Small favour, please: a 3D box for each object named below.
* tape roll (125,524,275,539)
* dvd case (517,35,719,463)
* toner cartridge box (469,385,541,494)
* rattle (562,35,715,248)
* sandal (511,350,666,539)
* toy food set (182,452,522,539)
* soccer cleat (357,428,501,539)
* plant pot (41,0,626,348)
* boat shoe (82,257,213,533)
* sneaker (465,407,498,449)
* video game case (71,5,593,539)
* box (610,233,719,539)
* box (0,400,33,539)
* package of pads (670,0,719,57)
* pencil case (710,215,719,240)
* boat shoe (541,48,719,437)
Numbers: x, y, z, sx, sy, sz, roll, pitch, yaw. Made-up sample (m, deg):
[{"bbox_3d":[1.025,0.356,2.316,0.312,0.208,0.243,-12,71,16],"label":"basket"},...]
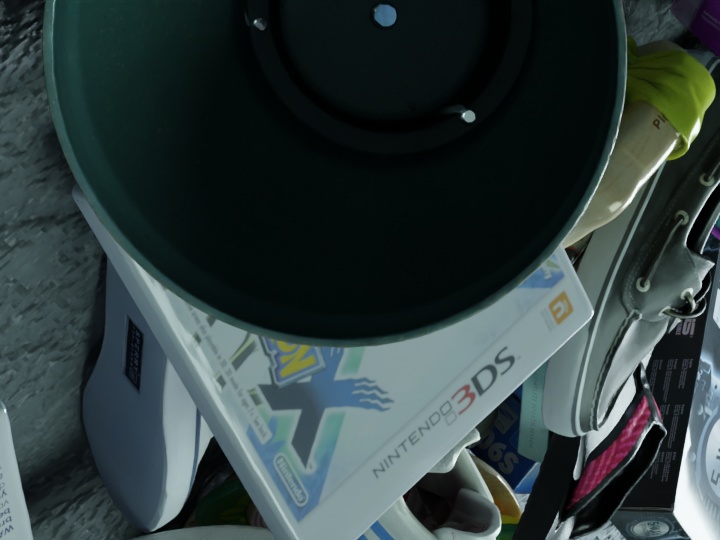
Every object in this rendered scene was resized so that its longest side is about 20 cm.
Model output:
[{"bbox_3d":[-0.120,0.181,1.152,0.202,0.037,0.203,-16,157,-7],"label":"tape roll"},{"bbox_3d":[0.138,-0.014,1.235,0.200,0.022,0.146,-53,156,-37],"label":"dvd case"},{"bbox_3d":[0.113,0.082,1.363,0.043,0.095,0.200,-53,154,16],"label":"toner cartridge box"},{"bbox_3d":[0.063,-0.076,1.112,0.131,0.142,0.200,-66,-162,-10],"label":"rattle"},{"bbox_3d":[0.122,0.106,1.214,0.201,0.045,0.075,-67,153,-10],"label":"sandal"},{"bbox_3d":[-0.007,0.155,1.262,0.199,0.049,0.198,17,130,-26],"label":"toy food set"},{"bbox_3d":[0.030,0.138,1.148,0.070,0.086,0.201,-51,146,-34],"label":"soccer cleat"},{"bbox_3d":[0.000,-0.086,0.853,0.201,0.200,0.134,-51,-179,16],"label":"plant pot"},{"bbox_3d":[-0.075,0.041,1.044,0.065,0.074,0.200,-23,149,-30],"label":"boat shoe"},{"bbox_3d":[0.066,0.022,1.234,0.200,0.076,0.091,-38,150,-47],"label":"sneaker"},{"bbox_3d":[-0.003,-0.006,0.980,0.182,0.022,0.201,-41,118,-24],"label":"video game case"},{"bbox_3d":[0.206,0.088,1.386,0.160,0.043,0.201,51,46,-47],"label":"box"},{"bbox_3d":[-0.225,0.116,0.899,0.184,0.105,0.200,-33,152,-22],"label":"box"},{"bbox_3d":[0.260,-0.121,1.232,0.200,0.120,0.076,0,126,-57],"label":"package of pads"},{"bbox_3d":[0.242,-0.055,1.306,0.085,0.093,0.200,-13,179,23],"label":"pencil case"},{"bbox_3d":[0.146,-0.008,1.147,0.201,0.056,0.069,-69,159,4],"label":"boat shoe"}]
